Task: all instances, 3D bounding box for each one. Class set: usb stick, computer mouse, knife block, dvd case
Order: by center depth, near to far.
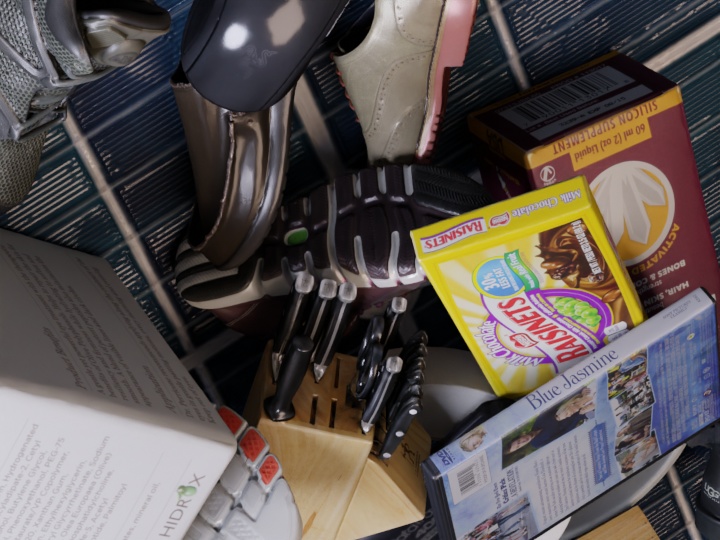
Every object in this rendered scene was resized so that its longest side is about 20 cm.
[{"bbox_3d":[-0.052,-0.189,1.546,0.140,0.046,0.200,31,95,-17],"label":"computer mouse"},{"bbox_3d":[-0.042,0.086,1.700,0.199,0.064,0.176,-19,131,26],"label":"knife block"},{"bbox_3d":[0.130,0.101,1.733,0.200,0.018,0.143,-32,149,-11],"label":"dvd case"},{"bbox_3d":[0.038,0.144,1.787,0.055,0.033,0.200,22,130,-31],"label":"usb stick"}]

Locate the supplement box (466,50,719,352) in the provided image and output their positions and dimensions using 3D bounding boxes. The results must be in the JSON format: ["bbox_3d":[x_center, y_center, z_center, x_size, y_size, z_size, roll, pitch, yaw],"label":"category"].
[{"bbox_3d":[0.150,-0.017,1.783,0.110,0.086,0.201,-24,117,-15],"label":"supplement box"}]

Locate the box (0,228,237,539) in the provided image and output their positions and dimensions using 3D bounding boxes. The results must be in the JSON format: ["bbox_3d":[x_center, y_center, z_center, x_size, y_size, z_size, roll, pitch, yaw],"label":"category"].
[{"bbox_3d":[-0.213,0.102,1.593,0.171,0.199,0.200,18,111,-39],"label":"box"}]

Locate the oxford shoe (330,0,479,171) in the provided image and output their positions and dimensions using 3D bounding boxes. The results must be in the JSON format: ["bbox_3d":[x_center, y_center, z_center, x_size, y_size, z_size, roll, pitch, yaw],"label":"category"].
[{"bbox_3d":[0.017,-0.110,1.692,0.074,0.071,0.201,13,124,-3],"label":"oxford shoe"}]

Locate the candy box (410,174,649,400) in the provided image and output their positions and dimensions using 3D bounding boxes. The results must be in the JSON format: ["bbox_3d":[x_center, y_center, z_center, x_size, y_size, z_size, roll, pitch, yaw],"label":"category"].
[{"bbox_3d":[0.102,0.013,1.659,0.102,0.027,0.200,-16,151,10],"label":"candy box"}]

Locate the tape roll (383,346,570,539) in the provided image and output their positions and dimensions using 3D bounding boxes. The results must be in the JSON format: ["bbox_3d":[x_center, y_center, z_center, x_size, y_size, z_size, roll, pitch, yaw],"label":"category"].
[{"bbox_3d":[0.037,0.131,1.829,0.202,0.037,0.203,-2,133,-2],"label":"tape roll"}]

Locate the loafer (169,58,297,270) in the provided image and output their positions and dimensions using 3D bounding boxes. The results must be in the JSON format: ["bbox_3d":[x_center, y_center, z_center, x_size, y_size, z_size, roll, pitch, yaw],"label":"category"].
[{"bbox_3d":[-0.075,-0.098,1.634,0.071,0.073,0.201,6,110,-17],"label":"loafer"}]

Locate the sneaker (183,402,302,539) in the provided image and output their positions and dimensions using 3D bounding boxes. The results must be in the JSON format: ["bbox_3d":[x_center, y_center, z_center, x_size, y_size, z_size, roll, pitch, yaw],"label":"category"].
[{"bbox_3d":[-0.095,0.116,1.688,0.077,0.200,0.082,-44,144,-8],"label":"sneaker"}]

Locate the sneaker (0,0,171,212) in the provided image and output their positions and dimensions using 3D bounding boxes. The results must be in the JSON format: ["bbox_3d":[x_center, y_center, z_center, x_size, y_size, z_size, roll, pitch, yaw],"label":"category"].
[{"bbox_3d":[-0.166,-0.103,1.530,0.076,0.114,0.200,-28,139,-49],"label":"sneaker"}]

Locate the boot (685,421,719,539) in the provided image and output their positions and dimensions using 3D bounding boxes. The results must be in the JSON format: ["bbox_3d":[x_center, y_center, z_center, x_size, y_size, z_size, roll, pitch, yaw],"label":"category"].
[{"bbox_3d":[0.300,0.085,1.971,0.198,0.073,0.163,-25,133,-34],"label":"boot"}]

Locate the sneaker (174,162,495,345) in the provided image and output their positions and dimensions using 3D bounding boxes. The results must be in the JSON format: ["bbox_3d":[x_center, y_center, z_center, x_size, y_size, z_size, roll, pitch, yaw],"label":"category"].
[{"bbox_3d":[0.000,0.000,1.714,0.199,0.076,0.116,-8,151,20],"label":"sneaker"}]

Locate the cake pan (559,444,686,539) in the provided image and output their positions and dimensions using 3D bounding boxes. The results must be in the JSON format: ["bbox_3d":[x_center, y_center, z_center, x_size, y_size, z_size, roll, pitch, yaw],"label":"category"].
[{"bbox_3d":[0.136,0.091,1.915,0.200,0.037,0.201,-16,129,-22],"label":"cake pan"}]

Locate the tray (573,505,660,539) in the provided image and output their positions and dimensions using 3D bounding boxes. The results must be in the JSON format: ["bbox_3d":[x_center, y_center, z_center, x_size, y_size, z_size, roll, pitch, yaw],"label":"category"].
[{"bbox_3d":[0.107,0.233,1.974,0.199,0.037,0.099,-27,161,-12],"label":"tray"}]
